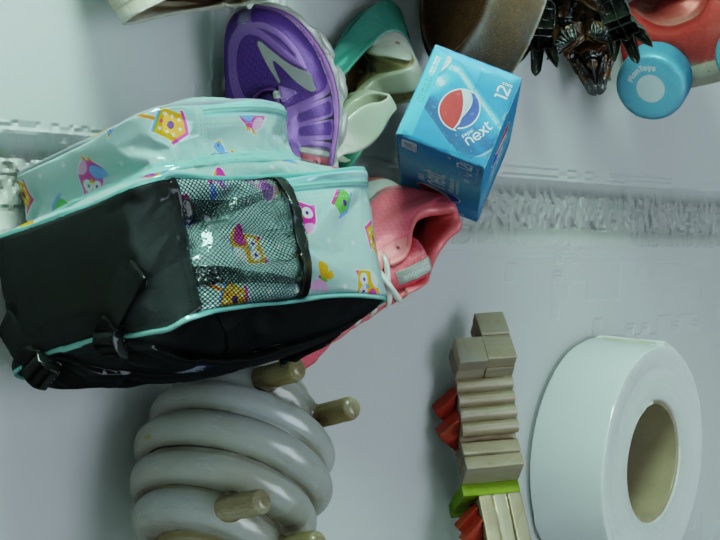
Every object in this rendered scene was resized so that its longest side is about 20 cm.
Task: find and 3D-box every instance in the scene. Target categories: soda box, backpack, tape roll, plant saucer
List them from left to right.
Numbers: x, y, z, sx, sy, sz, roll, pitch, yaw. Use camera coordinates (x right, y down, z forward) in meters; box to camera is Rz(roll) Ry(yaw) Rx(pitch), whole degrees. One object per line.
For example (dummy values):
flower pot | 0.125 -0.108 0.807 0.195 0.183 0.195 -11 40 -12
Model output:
backpack | -0.088 -0.012 1.152 0.200 0.176 0.154 5 71 -42
soda box | 0.066 -0.091 1.405 0.200 0.064 0.068 81 31 -82
plant saucer | 0.085 -0.219 1.434 0.034 0.200 0.201 10 84 -20
tape roll | 0.222 0.160 1.754 0.202 0.071 0.203 -9 101 -55

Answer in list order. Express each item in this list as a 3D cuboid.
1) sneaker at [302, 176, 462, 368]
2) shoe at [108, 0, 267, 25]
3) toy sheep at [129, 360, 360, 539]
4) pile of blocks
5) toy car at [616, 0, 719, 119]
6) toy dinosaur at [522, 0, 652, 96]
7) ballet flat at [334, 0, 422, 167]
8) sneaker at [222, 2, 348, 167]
sneaker | 0.000 0.000 1.384 0.200 0.087 0.074 -50 132 -41
shoe | -0.085 -0.179 1.243 0.200 0.070 0.053 -12 70 -48
toy sheep | -0.074 0.116 1.246 0.138 0.138 0.200 56 42 -43
pile of blocks | 0.085 0.134 1.568 0.062 0.082 0.201 -3 86 -14
toy car | 0.283 -0.261 1.729 0.200 0.176 0.184 66 30 -17
toy dinosaur | 0.168 -0.224 1.634 0.200 0.102 0.136 52 26 -29
ballet flat | 0.004 -0.117 1.391 0.200 0.070 0.067 -53 134 -40
sneaker | -0.050 -0.068 1.282 0.083 0.080 0.201 -29 111 -72
